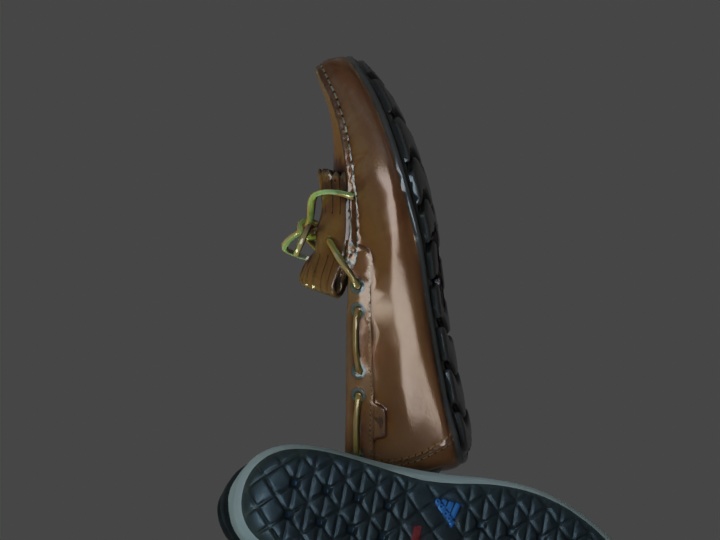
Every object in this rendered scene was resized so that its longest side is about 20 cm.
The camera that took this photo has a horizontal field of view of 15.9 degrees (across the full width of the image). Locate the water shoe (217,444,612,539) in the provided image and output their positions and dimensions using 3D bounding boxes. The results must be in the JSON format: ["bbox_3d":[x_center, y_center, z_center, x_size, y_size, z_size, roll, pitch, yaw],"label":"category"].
[{"bbox_3d":[0.032,0.126,1.195,0.200,0.079,0.072,21,76,-11],"label":"water shoe"}]

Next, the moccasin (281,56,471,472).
[{"bbox_3d":[0.000,0.000,1.217,0.078,0.074,0.202,-9,93,7],"label":"moccasin"}]
